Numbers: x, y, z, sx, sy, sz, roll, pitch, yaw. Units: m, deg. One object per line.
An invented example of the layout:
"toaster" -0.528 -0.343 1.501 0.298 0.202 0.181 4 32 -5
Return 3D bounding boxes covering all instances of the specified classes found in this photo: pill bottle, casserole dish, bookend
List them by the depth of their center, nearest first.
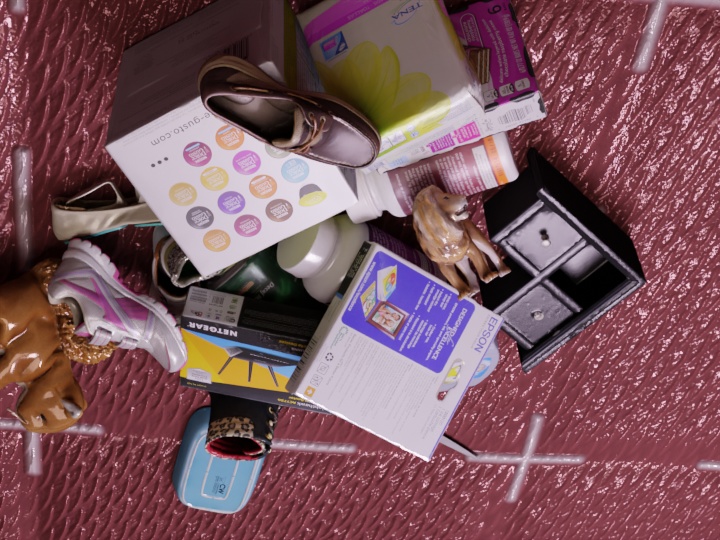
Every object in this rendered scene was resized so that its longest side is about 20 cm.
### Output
"pill bottle" 0.072 -0.130 1.534 0.198 0.115 0.115 -18 125 9
"pill bottle" 0.000 0.000 1.610 0.199 0.113 0.112 29 120 -32
"bookend" 0.209 -0.009 1.643 0.198 0.092 0.200 -39 118 23
"casserole dish" -0.195 0.271 1.858 0.120 0.039 0.201 12 125 -11

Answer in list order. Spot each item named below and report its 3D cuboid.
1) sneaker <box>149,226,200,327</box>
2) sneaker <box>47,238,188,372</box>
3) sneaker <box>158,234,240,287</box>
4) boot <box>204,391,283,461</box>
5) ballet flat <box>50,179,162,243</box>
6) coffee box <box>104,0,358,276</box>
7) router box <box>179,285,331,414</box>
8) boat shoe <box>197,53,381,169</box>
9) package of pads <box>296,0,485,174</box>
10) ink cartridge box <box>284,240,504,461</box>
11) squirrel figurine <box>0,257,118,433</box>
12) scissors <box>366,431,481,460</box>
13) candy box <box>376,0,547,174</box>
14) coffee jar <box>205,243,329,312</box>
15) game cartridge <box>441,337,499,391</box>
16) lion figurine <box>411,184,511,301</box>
"sneaker" -0.231 0.035 1.655 0.072 0.085 0.201 -5 128 -2
"sneaker" -0.294 0.059 1.585 0.200 0.088 0.081 42 156 -6
"sneaker" -0.142 -0.034 1.535 0.199 0.089 0.077 -32 115 8
"boot" -0.104 0.174 1.716 0.201 0.155 0.074 3 135 -3
"ballet flat" -0.275 -0.079 1.586 0.198 0.070 0.070 -10 126 5
"coffee box" -0.134 -0.156 1.447 0.198 0.201 0.198 -24 125 13
"router box" -0.119 0.100 1.630 0.198 0.051 0.150 11 140 1
"boat shoe" -0.067 -0.141 1.297 0.199 0.072 0.072 26 119 -23
"package of pads" 0.034 -0.220 1.411 0.153 0.201 0.068 -25 153 12
"ink cartridge box" 0.042 0.096 1.561 0.199 0.043 0.199 29 90 -23
"squirrel figurine" -0.379 0.095 1.635 0.199 0.141 0.188 -33 91 -11
"scissors" 0.092 0.218 1.850 0.198 0.014 0.074 18 121 -14
"candy box" 0.090 -0.205 1.460 0.198 0.138 0.061 -19 153 10
"coffee jar" -0.089 0.039 1.664 0.200 0.086 0.104 37 118 -27
"game cartridge" 0.108 0.116 1.695 0.132 0.041 0.200 -13 161 -7
"lion figurine" 0.110 -0.034 1.524 0.072 0.200 0.123 -33 84 5
